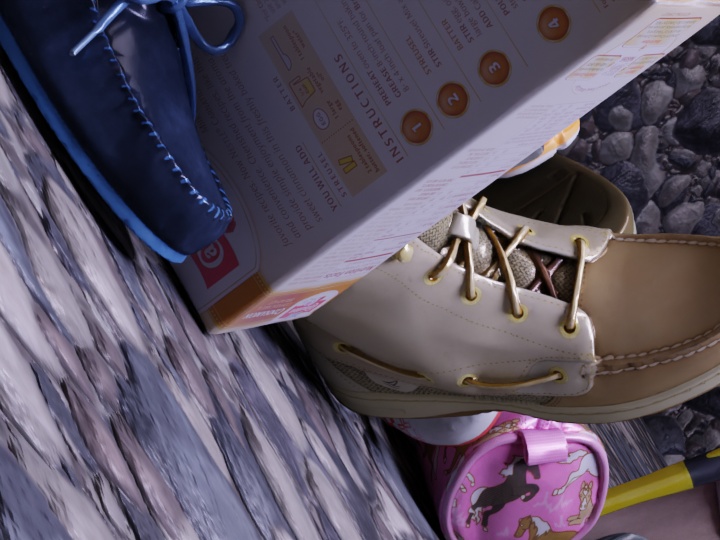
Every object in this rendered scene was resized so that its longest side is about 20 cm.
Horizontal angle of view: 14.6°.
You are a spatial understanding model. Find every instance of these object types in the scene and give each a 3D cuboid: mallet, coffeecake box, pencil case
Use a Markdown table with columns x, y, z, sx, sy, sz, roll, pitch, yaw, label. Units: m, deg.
| x | y | z | sx | sy | sz | roll | pitch | yaw | label |
| --- | --- | --- | --- | --- | --- | --- | --- | --- | --- |
| 0.145 | 0.094 | 1.335 | 0.066 | 0.199 | 0.041 | -125 | -165 | -59 | mallet |
| -0.001 | -0.097 | 0.959 | 0.154 | 0.200 | 0.073 | 60 | 26 | 11 | coffeecake box |
| 0.051 | 0.051 | 1.298 | 0.087 | 0.083 | 0.200 | 58 | 6 | -37 | pencil case |

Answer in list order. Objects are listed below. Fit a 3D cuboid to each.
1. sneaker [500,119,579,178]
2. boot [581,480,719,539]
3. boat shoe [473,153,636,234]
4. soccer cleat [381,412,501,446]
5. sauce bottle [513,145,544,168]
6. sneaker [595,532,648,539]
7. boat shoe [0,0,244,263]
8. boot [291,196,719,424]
| x | y | z | sx | sy | sz | roll | pitch | yaw | label |
| --- | --- | --- | --- | --- | --- | --- | --- | --- | --- |
| 0.020 | -0.106 | 1.251 | 0.200 | 0.078 | 0.077 | 23 | -38 | 48 | sneaker |
| 0.146 | 0.132 | 1.361 | 0.070 | 0.146 | 0.200 | 53 | 8 | -42 | boot |
| 0.062 | -0.024 | 1.241 | 0.201 | 0.072 | 0.066 | 39 | -27 | 56 | boat shoe |
| 0.000 | 0.000 | 1.238 | 0.085 | 0.069 | 0.200 | 40 | 14 | -46 | soccer cleat |
| 0.026 | -0.134 | 1.023 | 0.065 | 0.064 | 0.201 | 34 | 45 | -77 | sauce bottle |
| 0.106 | 0.155 | 1.206 | 0.075 | 0.084 | 0.200 | 60 | 6 | 7 | sneaker |
| -0.089 | -0.100 | 0.920 | 0.201 | 0.068 | 0.084 | 61 | 6 | 11 | boat shoe |
| 0.047 | -0.007 | 1.069 | 0.156 | 0.199 | 0.073 | 50 | 43 | -50 | boot |
